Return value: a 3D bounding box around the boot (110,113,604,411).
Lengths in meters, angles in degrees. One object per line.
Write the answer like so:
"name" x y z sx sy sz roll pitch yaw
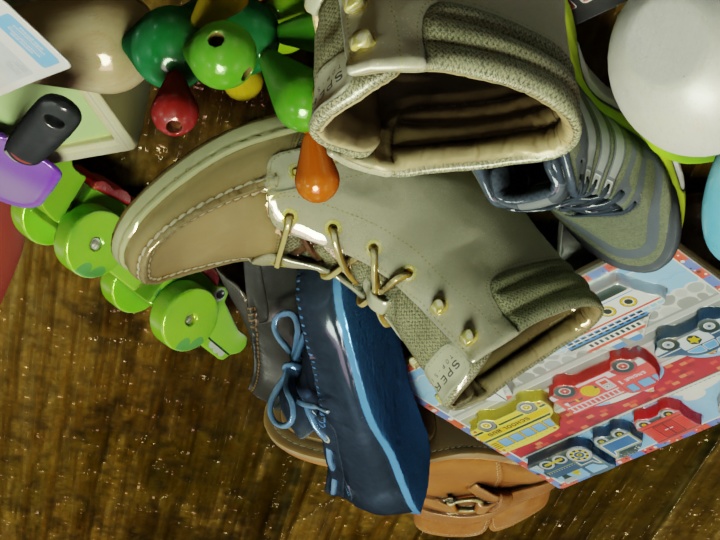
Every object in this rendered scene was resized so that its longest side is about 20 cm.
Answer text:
"boot" 0.000 0.000 0.895 0.200 0.155 0.072 -21 156 -23

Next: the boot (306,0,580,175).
"boot" -0.015 -0.115 0.704 0.200 0.155 0.072 8 145 -4

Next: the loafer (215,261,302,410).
"loafer" -0.044 0.000 1.050 0.072 0.073 0.200 17 135 0

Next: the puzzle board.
"puzzle board" 0.132 0.057 1.028 0.151 0.017 0.200 31 136 -31

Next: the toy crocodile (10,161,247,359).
"toy crocodile" -0.126 -0.013 1.051 0.067 0.062 0.200 31 171 48

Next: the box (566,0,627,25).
"box" 0.072 -0.187 0.777 0.200 0.050 0.198 -22 138 35

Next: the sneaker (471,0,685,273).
"sneaker" 0.085 -0.051 0.860 0.074 0.081 0.200 -15 139 32

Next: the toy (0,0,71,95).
"toy" -0.214 -0.099 0.822 0.115 0.047 0.200 43 159 -22

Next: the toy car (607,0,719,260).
"toy car" 0.215 -0.065 0.806 0.200 0.150 0.175 -21 163 33

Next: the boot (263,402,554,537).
"boot" 0.038 0.113 1.181 0.200 0.077 0.155 -9 150 -10

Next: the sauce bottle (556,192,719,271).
"sauce bottle" 0.202 -0.009 0.994 0.200 0.065 0.065 5 145 2

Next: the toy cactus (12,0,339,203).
"toy cactus" -0.072 -0.093 0.830 0.165 0.200 0.102 -1 112 7

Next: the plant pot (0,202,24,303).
"plant pot" -0.296 0.033 1.037 0.200 0.178 0.201 4 144 3

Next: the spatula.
"spatula" -0.154 -0.056 0.875 0.056 0.021 0.200 29 167 -15

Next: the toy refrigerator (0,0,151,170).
"toy refrigerator" -0.173 -0.132 0.877 0.076 0.070 0.200 -8 142 20

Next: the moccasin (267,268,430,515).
"moccasin" -0.013 0.070 1.008 0.068 0.081 0.200 0 135 16
